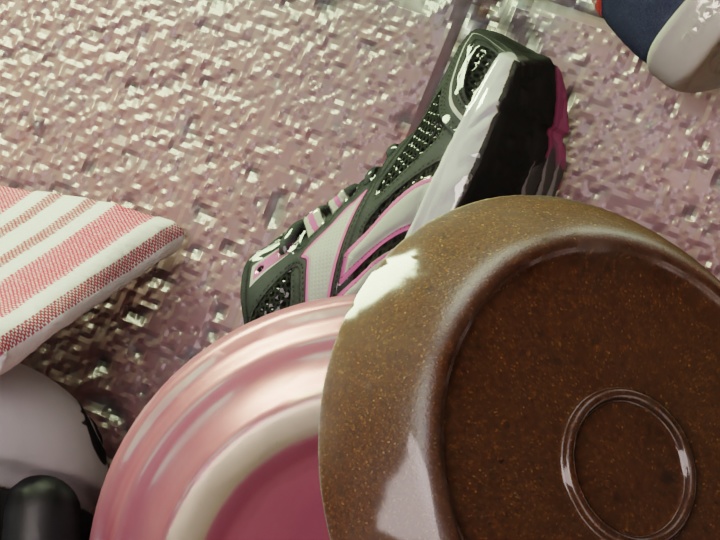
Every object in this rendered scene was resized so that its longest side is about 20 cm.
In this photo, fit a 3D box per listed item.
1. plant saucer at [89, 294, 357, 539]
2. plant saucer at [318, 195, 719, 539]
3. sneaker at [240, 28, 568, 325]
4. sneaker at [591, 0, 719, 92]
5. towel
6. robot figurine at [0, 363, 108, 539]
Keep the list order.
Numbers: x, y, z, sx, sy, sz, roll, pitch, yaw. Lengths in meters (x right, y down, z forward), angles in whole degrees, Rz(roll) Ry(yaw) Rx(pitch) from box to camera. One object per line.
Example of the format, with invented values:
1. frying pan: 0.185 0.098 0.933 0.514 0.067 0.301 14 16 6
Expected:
1. plant saucer: 0.006 0.109 1.011 0.200 0.051 0.201 0 97 0
2. plant saucer: 0.079 0.067 0.970 0.034 0.200 0.200 -28 64 53
3. sneaker: 0.000 0.000 1.070 0.086 0.080 0.200 25 86 25
4. sneaker: 0.152 -0.160 1.050 0.200 0.075 0.085 -47 71 5
5. towel: -0.183 -0.001 1.113 0.200 0.146 0.030 9 113 22
6. robot figurine: -0.154 0.128 1.073 0.150 0.125 0.200 0 74 18
